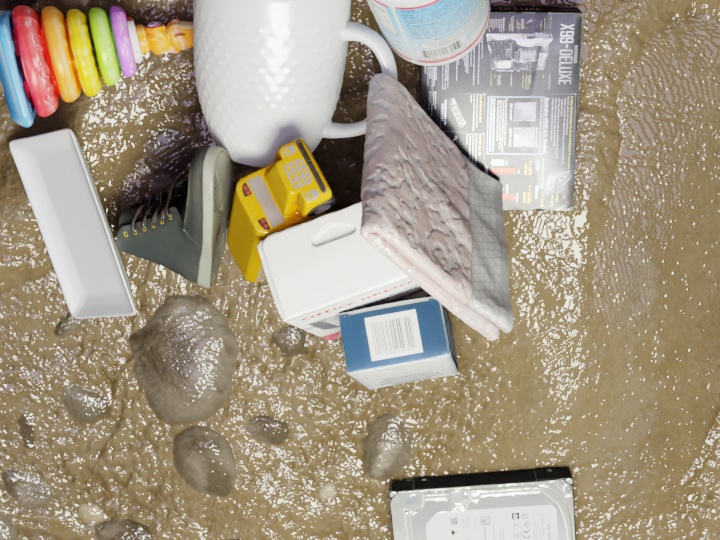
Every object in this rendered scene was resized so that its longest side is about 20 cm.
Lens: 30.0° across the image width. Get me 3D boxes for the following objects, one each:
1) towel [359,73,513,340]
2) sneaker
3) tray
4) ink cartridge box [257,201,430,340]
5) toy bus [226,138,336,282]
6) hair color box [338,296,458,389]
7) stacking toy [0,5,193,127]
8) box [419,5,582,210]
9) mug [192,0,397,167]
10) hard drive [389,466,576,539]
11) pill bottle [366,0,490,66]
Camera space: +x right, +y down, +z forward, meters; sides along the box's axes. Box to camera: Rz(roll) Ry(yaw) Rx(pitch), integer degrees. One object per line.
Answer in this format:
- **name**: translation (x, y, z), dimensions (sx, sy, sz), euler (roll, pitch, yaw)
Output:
- **towel**: translation (0.070, -0.059, 1.218), dimensions (0.032, 0.200, 0.191), euler (-30, 128, 30)
- **sneaker**: translation (-0.188, -0.057, 1.326), dimensions (0.106, 0.075, 0.200), euler (16, 144, 1)
- **tray**: translation (-0.290, -0.047, 1.382), dimensions (0.107, 0.022, 0.201), euler (-5, 109, 40)
- **ink cartridge box**: translation (0.000, 0.000, 1.304), dimensions (0.145, 0.200, 0.085), euler (-20, 77, 8)
- **toy bus**: translation (-0.081, -0.055, 1.299), dimensions (0.078, 0.200, 0.065), euler (-24, 78, -15)
- **hair color box**: translation (0.041, 0.074, 1.329), dimensions (0.100, 0.200, 0.061), euler (-10, 79, 4)
- **stacking toy**: translation (-0.255, -0.218, 1.320), dimensions (0.199, 0.116, 0.110), euler (-12, 108, -6)
- **box**: translation (0.136, -0.161, 1.339), dimensions (0.157, 0.050, 0.201), euler (0, 106, 2)
- **mug**: translation (-0.062, -0.191, 1.282), dimensions (0.199, 0.148, 0.176), euler (11, 118, 10)
- **hard drive**: translation (0.136, 0.291, 1.473), dimensions (0.199, 0.038, 0.140), euler (-4, 105, 4)
- **pill bottle**: translation (0.052, -0.268, 1.193), dimensions (0.108, 0.200, 0.109), euler (-3, 75, 11)
